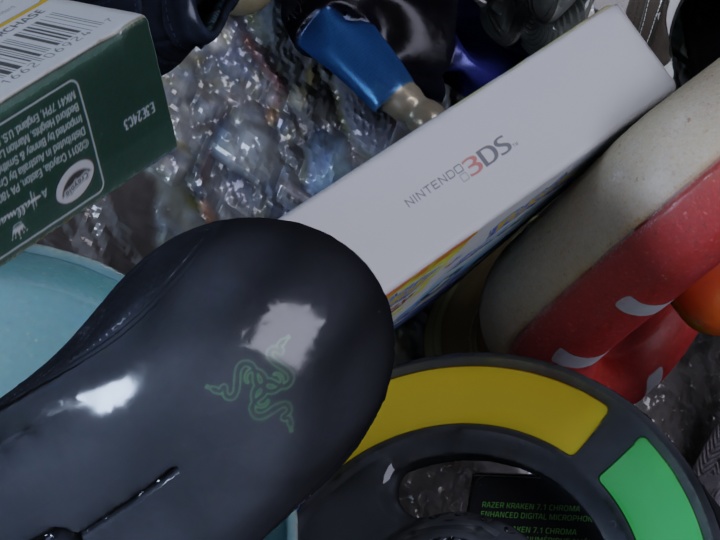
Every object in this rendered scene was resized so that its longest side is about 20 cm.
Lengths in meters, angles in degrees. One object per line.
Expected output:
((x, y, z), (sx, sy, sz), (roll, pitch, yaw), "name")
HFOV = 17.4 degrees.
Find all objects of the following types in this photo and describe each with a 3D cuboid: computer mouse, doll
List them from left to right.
((-0.069, 0.069, 0.717), (0.138, 0.200, 0.053), (41, 20, -13), "computer mouse")
((0.021, -0.099, 0.968), (0.199, 0.049, 0.137), (19, 41, -25), "doll")

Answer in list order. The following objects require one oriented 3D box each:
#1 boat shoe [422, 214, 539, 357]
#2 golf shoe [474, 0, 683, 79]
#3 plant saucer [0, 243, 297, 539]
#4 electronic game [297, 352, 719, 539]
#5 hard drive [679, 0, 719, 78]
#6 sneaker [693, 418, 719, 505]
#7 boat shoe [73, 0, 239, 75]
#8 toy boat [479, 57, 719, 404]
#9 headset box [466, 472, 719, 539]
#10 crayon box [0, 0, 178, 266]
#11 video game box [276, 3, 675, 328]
((0.105, -0.001, 1.011), (0.200, 0.063, 0.074), (-37, 102, -37), "boat shoe")
((0.122, -0.162, 0.980), (0.094, 0.078, 0.201), (32, 72, -19), "golf shoe")
((-0.120, 0.077, 0.773), (0.200, 0.200, 0.036), (49, 13, -17), "plant saucer")
((0.032, 0.123, 0.821), (0.042, 0.199, 0.201), (55, 43, -60), "electronic game")
((0.202, -0.063, 1.050), (0.140, 0.038, 0.200), (43, 23, -19), "hard drive")
((0.202, 0.152, 1.049), (0.112, 0.077, 0.201), (11, 83, -39), "sneaker")
((-0.042, -0.137, 0.871), (0.084, 0.068, 0.201), (56, 42, -40), "boat shoe")
((0.137, 0.006, 0.875), (0.130, 0.200, 0.131), (-36, 84, -31), "toy boat")
((0.099, 0.186, 0.897), (0.174, 0.092, 0.201), (47, 48, -57), "headset box")
((-0.173, -0.048, 0.750), (0.126, 0.199, 0.052), (-37, 129, -36), "crayon box")
((0.000, 0.000, 0.852), (0.200, 0.182, 0.047), (-35, 82, -37), "video game box")
